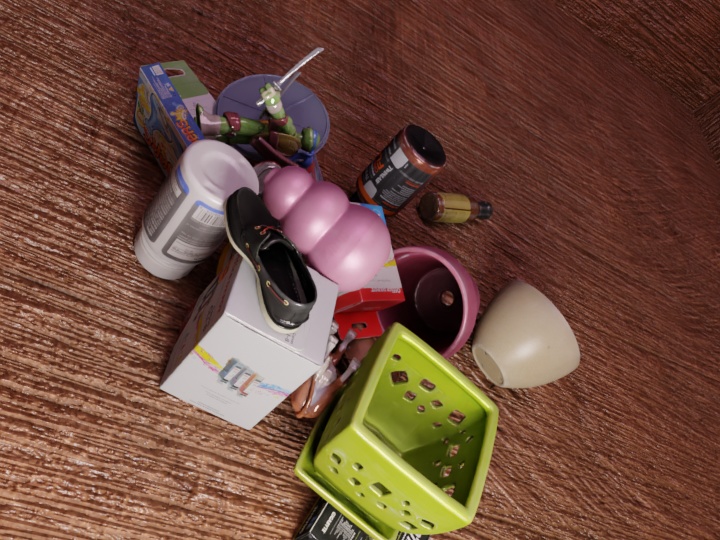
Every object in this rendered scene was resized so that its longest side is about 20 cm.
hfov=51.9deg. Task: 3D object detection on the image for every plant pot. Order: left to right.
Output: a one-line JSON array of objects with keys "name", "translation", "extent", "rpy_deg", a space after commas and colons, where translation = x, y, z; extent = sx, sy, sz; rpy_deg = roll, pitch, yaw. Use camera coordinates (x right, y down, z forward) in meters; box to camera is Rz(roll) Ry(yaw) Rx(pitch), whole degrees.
[{"name": "plant pot", "translation": [0.040, 0.227, 0.973], "extent": [0.199, 0.181, 0.200], "rpy_deg": [41, 38, -9]}, {"name": "plant pot", "translation": [0.119, 0.057, 1.274], "extent": [0.201, 0.200, 0.179], "rpy_deg": [58, 24, 13]}, {"name": "plant pot", "translation": [0.286, 0.140, 1.372], "extent": [0.134, 0.200, 0.201], "rpy_deg": [-34, 82, -16]}]

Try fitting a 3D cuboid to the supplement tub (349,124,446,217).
[{"name": "supplement tub", "translation": [0.062, -0.172, 1.388], "extent": [0.106, 0.200, 0.108], "rpy_deg": [25, 42, -25]}]

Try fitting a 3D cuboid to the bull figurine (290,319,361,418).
[{"name": "bull figurine", "translation": [-0.059, 0.135, 1.036], "extent": [0.065, 0.122, 0.200], "rpy_deg": [36, 10, -16]}]

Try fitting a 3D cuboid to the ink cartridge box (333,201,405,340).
[{"name": "ink cartridge box", "translation": [0.000, 0.000, 1.150], "extent": [0.116, 0.067, 0.202], "rpy_deg": [0, 72, -52]}]

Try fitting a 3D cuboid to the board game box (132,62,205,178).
[{"name": "board game box", "translation": [-0.285, -0.196, 1.137], "extent": [0.034, 0.136, 0.201], "rpy_deg": [-25, 75, -30]}]

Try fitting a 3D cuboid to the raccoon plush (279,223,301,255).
[{"name": "raccoon plush", "translation": [-0.092, -0.018, 1.133], "extent": [0.199, 0.135, 0.097], "rpy_deg": [36, 10, 24]}]

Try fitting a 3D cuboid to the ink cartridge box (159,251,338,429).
[{"name": "ink cartridge box", "translation": [-0.146, 0.085, 0.980], "extent": [0.144, 0.200, 0.146], "rpy_deg": [31, 41, -20]}]

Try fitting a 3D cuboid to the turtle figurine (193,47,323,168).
[{"name": "turtle figurine", "translation": [-0.163, -0.255, 1.161], "extent": [0.192, 0.202, 0.144], "rpy_deg": [-6, 25, -17]}]

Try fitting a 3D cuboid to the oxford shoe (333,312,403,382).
[{"name": "oxford shoe", "translation": [-0.015, 0.121, 1.178], "extent": [0.200, 0.071, 0.071], "rpy_deg": [44, 43, -7]}]

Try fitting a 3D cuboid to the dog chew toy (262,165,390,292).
[{"name": "dog chew toy", "translation": [-0.053, -0.065, 1.022], "extent": [0.200, 0.124, 0.125], "rpy_deg": [43, 39, -7]}]

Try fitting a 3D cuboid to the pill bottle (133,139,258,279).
[{"name": "pill bottle", "translation": [-0.236, -0.078, 1.034], "extent": [0.113, 0.200, 0.115], "rpy_deg": [24, 45, -26]}]

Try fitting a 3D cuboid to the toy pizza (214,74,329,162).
[{"name": "toy pizza", "translation": [-0.151, -0.256, 1.269], "extent": [0.198, 0.032, 0.202], "rpy_deg": [7, 58, -11]}]

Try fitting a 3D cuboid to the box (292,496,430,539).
[{"name": "box", "translation": [0.016, 0.352, 1.028], "extent": [0.160, 0.049, 0.200], "rpy_deg": [47, 38, -5]}]

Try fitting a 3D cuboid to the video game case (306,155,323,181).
[{"name": "video game case", "translation": [-0.067, -0.090, 1.270], "extent": [0.017, 0.143, 0.201], "rpy_deg": [-10, 54, 4]}]

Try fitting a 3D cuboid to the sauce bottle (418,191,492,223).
[{"name": "sauce bottle", "translation": [0.212, -0.133, 1.606], "extent": [0.199, 0.066, 0.066], "rpy_deg": [2, 57, -44]}]

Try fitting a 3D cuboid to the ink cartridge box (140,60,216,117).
[{"name": "ink cartridge box", "translation": [-0.287, -0.255, 1.246], "extent": [0.201, 0.059, 0.104], "rpy_deg": [52, 39, 6]}]

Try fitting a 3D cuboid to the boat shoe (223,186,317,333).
[{"name": "boat shoe", "translation": [-0.109, -0.025, 0.905], "extent": [0.073, 0.063, 0.203], "rpy_deg": [-4, 58, -39]}]

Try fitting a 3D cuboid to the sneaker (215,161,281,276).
[{"name": "sneaker", "translation": [-0.143, -0.057, 1.064], "extent": [0.077, 0.082, 0.202], "rpy_deg": [13, 89, -35]}]
